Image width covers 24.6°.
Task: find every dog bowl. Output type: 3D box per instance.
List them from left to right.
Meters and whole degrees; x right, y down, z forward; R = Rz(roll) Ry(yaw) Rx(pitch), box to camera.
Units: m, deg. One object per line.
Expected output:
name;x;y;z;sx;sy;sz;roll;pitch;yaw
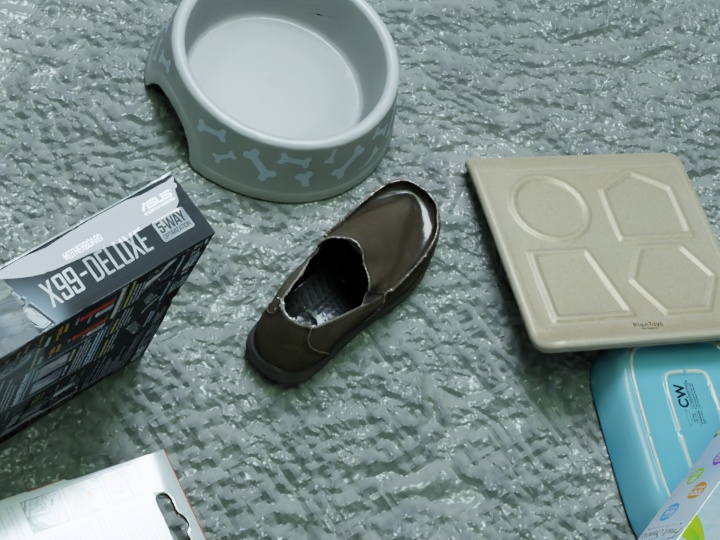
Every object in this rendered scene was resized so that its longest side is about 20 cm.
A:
dog bowl;-0.061;-0.151;1.257;0.200;0.059;0.200;8;59;-13

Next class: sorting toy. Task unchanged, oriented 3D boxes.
sorting toy;0.188;-0.014;1.260;0.185;0.036;0.200;-3;49;-20

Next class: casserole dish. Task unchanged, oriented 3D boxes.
casserole dish;0.242;0.124;1.202;0.121;0.039;0.200;-2;60;-19

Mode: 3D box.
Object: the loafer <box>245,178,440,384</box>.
loafer;0.000;0.000;1.178;0.073;0.071;0.200;36;56;5

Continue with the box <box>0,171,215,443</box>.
box;-0.187;0.036;1.020;0.158;0.200;0.050;-32;80;-30

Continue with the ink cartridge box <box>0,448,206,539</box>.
ink cartridge box;-0.194;0.193;1.014;0.200;0.050;0.109;-17;66;-27

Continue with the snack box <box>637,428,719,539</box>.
snack box;0.292;0.194;1.123;0.169;0.068;0.200;44;67;-5
